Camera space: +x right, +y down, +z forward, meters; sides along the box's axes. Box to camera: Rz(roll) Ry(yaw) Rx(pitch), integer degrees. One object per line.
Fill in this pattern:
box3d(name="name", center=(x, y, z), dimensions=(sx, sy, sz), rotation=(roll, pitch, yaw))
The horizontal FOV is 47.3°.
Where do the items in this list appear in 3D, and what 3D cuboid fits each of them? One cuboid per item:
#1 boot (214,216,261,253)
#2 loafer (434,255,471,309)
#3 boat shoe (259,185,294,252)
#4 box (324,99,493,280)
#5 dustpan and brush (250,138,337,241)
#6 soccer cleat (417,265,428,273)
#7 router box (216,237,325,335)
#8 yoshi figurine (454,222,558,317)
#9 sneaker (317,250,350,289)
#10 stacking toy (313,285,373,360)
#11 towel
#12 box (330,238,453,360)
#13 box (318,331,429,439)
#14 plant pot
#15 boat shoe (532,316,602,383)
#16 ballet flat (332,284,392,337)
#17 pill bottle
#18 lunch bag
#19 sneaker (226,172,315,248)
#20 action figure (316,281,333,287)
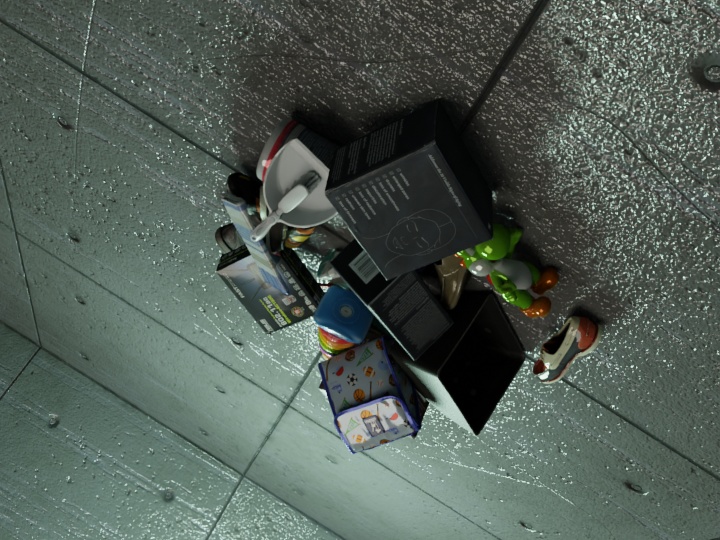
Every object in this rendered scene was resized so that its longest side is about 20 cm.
box3d(name="boot", center=(-0.208, -0.057, 1.766), dimensions=(0.199, 0.070, 0.173), rotation=(39, 142, -26))
box3d(name="loafer", center=(0.167, -0.009, 1.486), dimensions=(0.066, 0.076, 0.202), rotation=(24, 139, 13))
box3d(name="boat shoe", center=(-0.151, -0.091, 1.542), dimensions=(0.059, 0.073, 0.202), rotation=(-2, 156, -1))
box3d(name="box", center=(0.080, -0.120, 1.285), dimensions=(0.194, 0.125, 0.201), rotation=(-20, 126, 26))
box3d(name="dustpan and brush", center=(-0.124, -0.110, 1.371), dimensions=(0.139, 0.058, 0.199), rotation=(43, 136, -11))
box3d(name="soccer cleat", center=(0.080, -0.052, 1.496), dimensions=(0.067, 0.074, 0.202), rotation=(16, 146, 24))
box3d(name="router box", center=(-0.186, 0.027, 1.731), dimensions=(0.148, 0.063, 0.201), rotation=(-23, 120, 23))
box3d(name="yoshi figurine", center=(0.247, -0.011, 1.362), dimensions=(0.198, 0.113, 0.113), rotation=(32, -167, -18))
box3d(name="sneaker", center=(0.000, 0.000, 1.663), dimensions=(0.091, 0.079, 0.198), rotation=(36, 158, -29))
box3d(name="stacking toy", center=(-0.052, 0.139, 1.741), dimensions=(0.114, 0.111, 0.201), rotation=(26, 142, 2))
box3d(name="towel", center=(-0.200, -0.054, 1.571), dimensions=(0.203, 0.024, 0.147), rotation=(63, 166, -19))
box3d(name="box", center=(0.059, 0.042, 1.510), dimensions=(0.148, 0.107, 0.200), rotation=(46, 176, 45))
box3d(name="box", center=(0.046, 0.254, 1.864), dimensions=(0.197, 0.166, 0.167), rotation=(10, 153, 32))
box3d(name="plant pot", center=(0.178, 0.166, 1.622), dimensions=(0.176, 0.201, 0.201), rotation=(14, 147, 45))
box3d(name="boat shoe", center=(0.367, 0.145, 1.516), dimensions=(0.061, 0.072, 0.201), rotation=(19, 145, -10))
box3d(name="ballet flat", center=(0.016, 0.096, 1.783), dimensions=(0.199, 0.071, 0.065), rotation=(38, 167, -2))
box3d(name="pill bottle", center=(-0.069, -0.165, 1.422), dimensions=(0.198, 0.121, 0.120), rotation=(30, 150, 4))
box3d(name="lunch bag", center=(0.024, 0.257, 1.689), dimensions=(0.168, 0.204, 0.123), rotation=(-22, 167, 21))
box3d(name="sneaker", center=(-0.171, -0.135, 1.627), dimensions=(0.200, 0.071, 0.090), rotation=(42, 133, -18))
box3d(name="action figure", center=(-0.155, 0.028, 1.797), dimensions=(0.195, 0.052, 0.066), rotation=(4, 138, 1))
